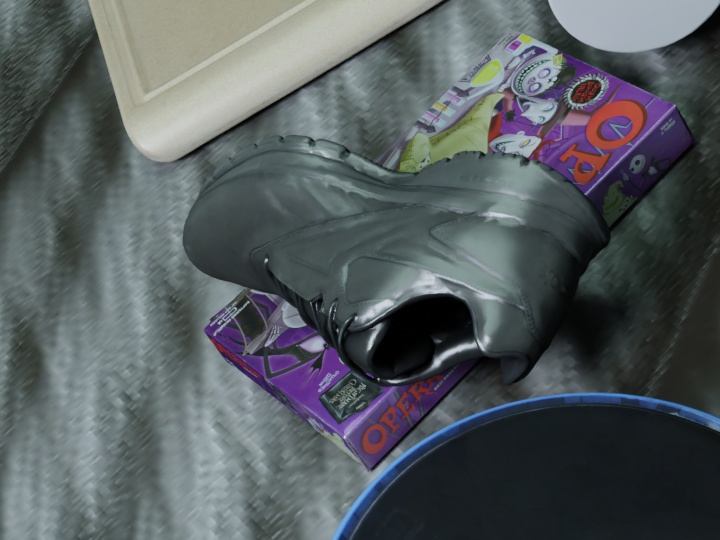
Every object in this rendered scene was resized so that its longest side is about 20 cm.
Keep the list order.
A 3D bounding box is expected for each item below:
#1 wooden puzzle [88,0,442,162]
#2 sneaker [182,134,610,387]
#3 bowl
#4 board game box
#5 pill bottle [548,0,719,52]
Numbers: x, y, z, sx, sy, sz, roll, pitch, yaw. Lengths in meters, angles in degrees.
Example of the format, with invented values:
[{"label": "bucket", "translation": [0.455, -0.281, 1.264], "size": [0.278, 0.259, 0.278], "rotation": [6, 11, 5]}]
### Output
[{"label": "wooden puzzle", "translation": [-0.053, -0.158, 1.225], "size": [0.184, 0.037, 0.201], "rotation": [-30, 43, 6]}, {"label": "sneaker", "translation": [0.000, 0.000, 0.951], "size": [0.199, 0.076, 0.091], "rotation": [2, 59, 39]}, {"label": "bowl", "translation": [0.076, 0.125, 0.768], "size": [0.199, 0.040, 0.202], "rotation": [-3, 50, 3]}, {"label": "board game box", "translation": [0.036, -0.014, 1.014], "size": [0.200, 0.032, 0.120], "rotation": [-45, 43, -11]}, {"label": "pill bottle", "translation": [0.109, -0.190, 1.072], "size": [0.111, 0.112, 0.201], "rotation": [-25, 40, 13]}]
